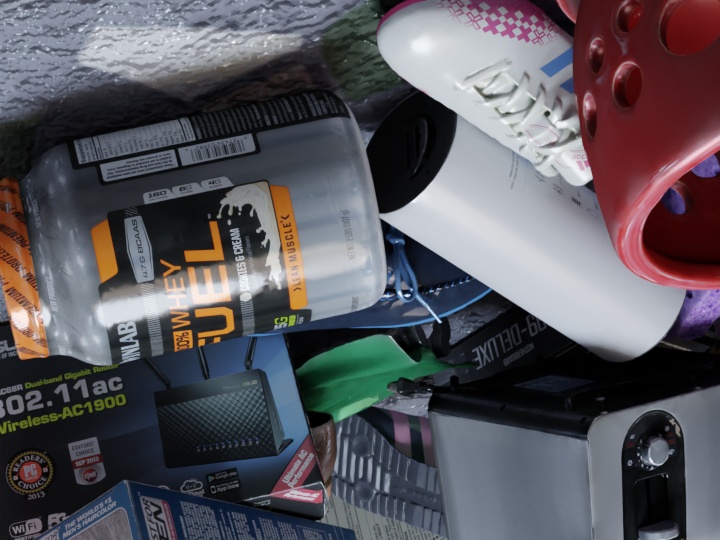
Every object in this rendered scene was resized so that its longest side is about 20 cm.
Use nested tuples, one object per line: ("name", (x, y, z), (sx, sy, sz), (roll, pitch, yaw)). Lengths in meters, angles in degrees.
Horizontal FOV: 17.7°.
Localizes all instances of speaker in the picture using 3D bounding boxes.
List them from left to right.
("speaker", (0.094, -0.025, 1.315), (0.200, 0.081, 0.081), (31, 129, -34))

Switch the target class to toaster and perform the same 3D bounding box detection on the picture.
("toaster", (0.151, 0.114, 1.429), (0.181, 0.119, 0.200), (-11, -171, -34))

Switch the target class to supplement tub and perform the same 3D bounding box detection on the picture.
("supplement tub", (-0.094, -0.020, 1.234), (0.200, 0.123, 0.123), (-13, 153, -7))

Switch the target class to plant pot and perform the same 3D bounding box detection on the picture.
("plant pot", (0.197, -0.112, 1.152), (0.200, 0.183, 0.201), (-13, 152, -7))

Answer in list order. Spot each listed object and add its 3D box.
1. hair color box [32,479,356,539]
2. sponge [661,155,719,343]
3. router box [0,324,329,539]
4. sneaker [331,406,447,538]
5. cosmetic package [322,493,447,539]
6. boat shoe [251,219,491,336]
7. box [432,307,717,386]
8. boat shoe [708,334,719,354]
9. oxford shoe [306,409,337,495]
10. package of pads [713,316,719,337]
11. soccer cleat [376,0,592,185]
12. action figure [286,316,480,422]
("hair color box", (-0.095, 0.184, 1.352), (0.100, 0.061, 0.200), (-34, 147, 29))
("sponge", (0.207, -0.054, 1.342), (0.030, 0.112, 0.200), (-9, 152, -24))
("router box", (-0.132, 0.095, 1.396), (0.200, 0.150, 0.062), (-13, 153, -7))
("sneaker", (0.044, 0.131, 1.581), (0.082, 0.200, 0.070), (-32, 141, -57))
("cosmetic package", (0.061, 0.179, 1.711), (0.200, 0.104, 0.087), (-30, 149, 28))
("boat shoe", (0.000, 0.000, 1.364), (0.200, 0.084, 0.069), (-17, 158, -3))
("box", (0.171, 0.066, 1.616), (0.158, 0.050, 0.200), (-33, 149, 30))
("boat shoe", (0.266, 0.072, 1.542), (0.074, 0.076, 0.200), (19, 138, -25))
("oxford shoe", (-0.111, 0.096, 1.476), (0.200, 0.071, 0.073), (12, 118, 0))
("package of pads", (0.306, -0.035, 1.439), (0.200, 0.076, 0.121), (-15, 125, -4))
("soccer cleat", (0.094, -0.093, 1.236), (0.200, 0.086, 0.070), (14, 141, -44))
("action figure", (-0.037, 0.073, 1.514), (0.200, 0.055, 0.118), (-22, 155, 26))
